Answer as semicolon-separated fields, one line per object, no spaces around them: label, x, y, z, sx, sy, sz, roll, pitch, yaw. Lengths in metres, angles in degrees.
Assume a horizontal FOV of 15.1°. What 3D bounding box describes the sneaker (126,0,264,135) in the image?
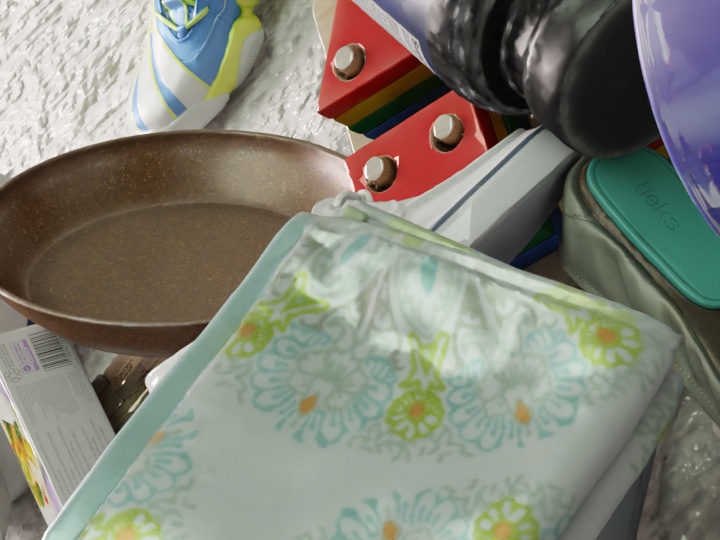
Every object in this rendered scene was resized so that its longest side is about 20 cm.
sneaker;-0.093;-0.169;1.446;0.076;0.105;0.200;2;60;48

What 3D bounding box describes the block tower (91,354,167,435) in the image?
block tower;-0.061;0.090;1.229;0.054;0.058;0.200;-50;35;0

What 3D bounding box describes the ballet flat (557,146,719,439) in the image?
ballet flat;0.145;0.031;1.049;0.067;0.064;0.200;-21;53;-26

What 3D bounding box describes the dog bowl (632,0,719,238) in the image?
dog bowl;0.190;-0.089;0.989;0.079;0.200;0.200;-13;50;43

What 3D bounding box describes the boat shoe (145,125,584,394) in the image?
boat shoe;0.000;0.000;1.090;0.200;0.074;0.065;-40;76;-6

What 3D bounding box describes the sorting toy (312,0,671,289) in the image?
sorting toy;0.067;-0.093;1.185;0.200;0.070;0.199;-31;59;27

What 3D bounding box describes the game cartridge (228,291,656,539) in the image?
game cartridge;0.020;0.075;1.112;0.200;0.040;0.133;3;63;23

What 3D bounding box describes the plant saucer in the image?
plant saucer;-0.084;-0.009;1.283;0.200;0.037;0.200;-2;27;1

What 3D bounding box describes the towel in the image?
towel;0.000;0.073;0.973;0.171;0.048;0.200;21;64;33

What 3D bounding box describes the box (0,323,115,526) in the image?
box;-0.119;0.109;1.224;0.041;0.039;0.200;-17;55;-20

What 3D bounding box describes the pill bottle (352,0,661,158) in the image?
pill bottle;0.053;-0.133;1.092;0.112;0.112;0.200;-49;53;3

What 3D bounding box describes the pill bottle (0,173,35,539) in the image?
pill bottle;-0.210;0.054;1.374;0.111;0.111;0.200;-27;42;30
